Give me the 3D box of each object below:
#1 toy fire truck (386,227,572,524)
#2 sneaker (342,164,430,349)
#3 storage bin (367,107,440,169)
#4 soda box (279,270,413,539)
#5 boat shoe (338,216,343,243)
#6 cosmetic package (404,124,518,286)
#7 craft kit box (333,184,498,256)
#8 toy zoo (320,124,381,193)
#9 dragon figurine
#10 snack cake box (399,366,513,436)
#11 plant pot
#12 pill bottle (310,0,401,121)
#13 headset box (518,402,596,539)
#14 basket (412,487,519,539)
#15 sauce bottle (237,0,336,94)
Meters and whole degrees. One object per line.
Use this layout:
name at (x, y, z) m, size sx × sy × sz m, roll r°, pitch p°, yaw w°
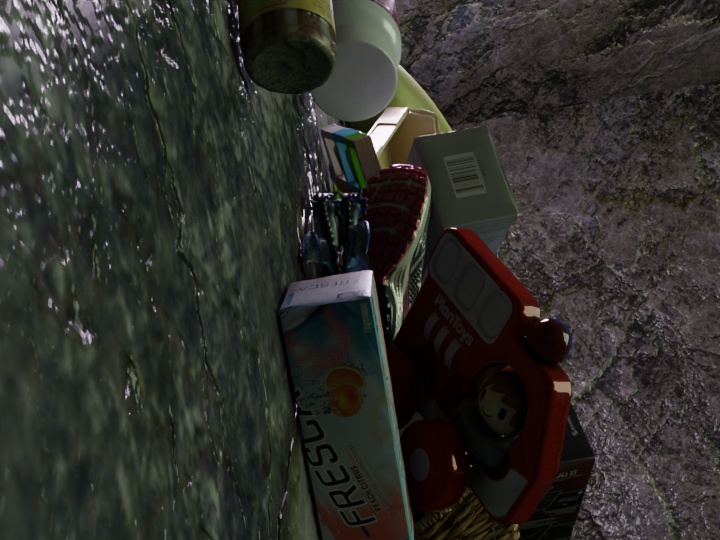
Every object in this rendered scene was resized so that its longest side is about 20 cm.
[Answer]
toy fire truck at (0.091, 0.084, 0.690) m, size 0.201 × 0.110 × 0.170 m, roll 53°, pitch -52°, yaw 44°
sneaker at (0.024, 0.001, 0.817) m, size 0.074 × 0.079 × 0.204 m, roll 18°, pitch 86°, yaw -58°
storage bin at (0.060, -0.117, 1.329) m, size 0.201 × 0.092 × 0.202 m, roll -59°, pitch 146°, yaw -50°
soda box at (-0.006, 0.108, 0.607) m, size 0.069 × 0.062 × 0.204 m, roll -82°, pitch 162°, yaw -75°
boat shoe at (0.000, 0.000, 0.919) m, size 0.069 × 0.056 × 0.201 m, roll 57°, pitch -9°, yaw 30°
cosmetic package at (0.085, -0.047, 0.914) m, size 0.201 × 0.088 × 0.109 m, roll 106°, pitch -30°, yaw -65°
craft kit box at (0.076, -0.031, 1.119) m, size 0.049 × 0.193 × 0.204 m, roll -94°, pitch 175°, yaw -77°
toy zoo at (-0.002, -0.092, 0.968) m, size 0.200 × 0.020 × 0.134 m, roll -139°, pitch -151°, yaw -71°
dragon figurine at (-0.016, -0.003, 0.717) m, size 0.201 × 0.058 × 0.101 m, roll -90°, pitch 170°, yaw -67°
snack cake box at (0.082, 0.107, 0.858) m, size 0.067 × 0.196 × 0.118 m, roll 40°, pitch 41°, yaw -69°
plant pot at (0.045, -0.253, 1.460) m, size 0.189 × 0.184 × 0.201 m, roll -94°, pitch 159°, yaw -45°
pill bottle at (-0.012, -0.255, 0.933) m, size 0.202 × 0.107 × 0.111 m, roll -94°, pitch 174°, yaw -47°
headset box at (0.181, 0.194, 0.949) m, size 0.150 × 0.076 × 0.203 m, roll -107°, pitch -167°, yaw -46°
basket at (0.078, 0.229, 0.940) m, size 0.200 × 0.140 × 0.152 m, roll -129°, pitch -148°, yaw -75°
sauce bottle at (-0.055, -0.218, 0.590) m, size 0.065 × 0.063 × 0.204 m, roll 73°, pitch 9°, yaw -65°
